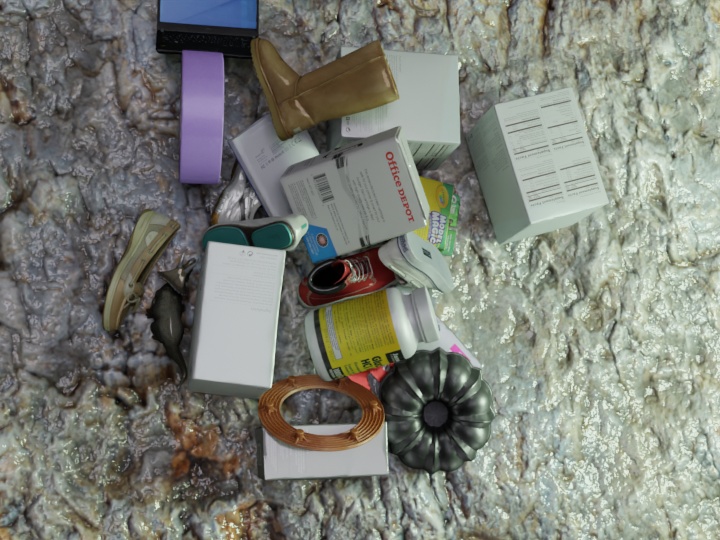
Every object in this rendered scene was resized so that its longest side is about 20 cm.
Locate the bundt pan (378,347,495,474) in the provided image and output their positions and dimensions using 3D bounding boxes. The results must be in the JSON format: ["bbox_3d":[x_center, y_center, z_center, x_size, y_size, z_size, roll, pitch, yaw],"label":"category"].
[{"bbox_3d":[0.119,0.229,1.593,0.197,0.076,0.207,0,93,2],"label":"bundt pan"}]

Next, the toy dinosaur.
[{"bbox_3d":[-0.296,0.077,1.545,0.075,0.103,0.204,6,67,-9],"label":"toy dinosaur"}]

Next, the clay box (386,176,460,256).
[{"bbox_3d":[0.078,-0.102,1.689,0.196,0.048,0.117,13,77,-13],"label":"clay box"}]

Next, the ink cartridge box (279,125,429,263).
[{"bbox_3d":[-0.005,-0.118,1.562,0.196,0.085,0.148,-17,107,14],"label":"ink cartridge box"}]

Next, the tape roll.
[{"bbox_3d":[-0.250,-0.238,1.572,0.064,0.200,0.205,2,79,-10],"label":"tape roll"}]

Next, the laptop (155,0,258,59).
[{"bbox_3d":[-0.248,-0.427,1.659,0.173,0.201,0.105,1,116,-11],"label":"laptop"}]

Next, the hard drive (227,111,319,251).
[{"bbox_3d":[-0.115,-0.153,1.624,0.131,0.025,0.202,-39,111,-30],"label":"hard drive"}]

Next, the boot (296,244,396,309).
[{"bbox_3d":[0.000,0.000,1.608,0.197,0.144,0.074,-21,82,-16],"label":"boot"}]

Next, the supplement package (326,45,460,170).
[{"bbox_3d":[0.050,-0.263,1.666,0.195,0.151,0.155,2,78,-11],"label":"supplement package"}]

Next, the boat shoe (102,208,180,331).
[{"bbox_3d":[-0.345,0.004,1.573,0.062,0.073,0.204,20,68,-3],"label":"boat shoe"}]

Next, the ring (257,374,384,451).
[{"bbox_3d":[-0.059,0.210,1.541,0.196,0.201,0.020,-1,116,-12],"label":"ring"}]

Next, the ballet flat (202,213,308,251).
[{"bbox_3d":[-0.159,-0.053,1.568,0.069,0.197,0.071,11,76,-51],"label":"ballet flat"}]

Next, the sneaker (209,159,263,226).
[{"bbox_3d":[-0.171,-0.146,1.644,0.086,0.076,0.203,25,84,-13],"label":"sneaker"}]

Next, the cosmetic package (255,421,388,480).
[{"bbox_3d":[-0.060,0.280,1.561,0.196,0.107,0.092,-2,80,-14],"label":"cosmetic package"}]

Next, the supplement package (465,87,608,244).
[{"bbox_3d":[0.292,-0.173,1.691,0.148,0.152,0.204,-14,82,-15],"label":"supplement package"}]

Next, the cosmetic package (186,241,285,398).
[{"bbox_3d":[-0.192,0.081,1.522,0.120,0.199,0.205,6,77,-11],"label":"cosmetic package"}]

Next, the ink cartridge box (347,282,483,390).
[{"bbox_3d":[0.075,0.148,1.648,0.200,0.044,0.174,46,73,0],"label":"ink cartridge box"}]

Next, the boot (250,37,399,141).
[{"bbox_3d":[-0.056,-0.309,1.559,0.197,0.066,0.178,-21,86,11],"label":"boot"}]

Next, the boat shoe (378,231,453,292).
[{"bbox_3d":[0.088,-0.005,1.628,0.069,0.199,0.072,-23,66,20],"label":"boat shoe"}]

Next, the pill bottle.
[{"bbox_3d":[0.020,0.094,1.572,0.196,0.112,0.115,-16,82,7],"label":"pill bottle"}]
